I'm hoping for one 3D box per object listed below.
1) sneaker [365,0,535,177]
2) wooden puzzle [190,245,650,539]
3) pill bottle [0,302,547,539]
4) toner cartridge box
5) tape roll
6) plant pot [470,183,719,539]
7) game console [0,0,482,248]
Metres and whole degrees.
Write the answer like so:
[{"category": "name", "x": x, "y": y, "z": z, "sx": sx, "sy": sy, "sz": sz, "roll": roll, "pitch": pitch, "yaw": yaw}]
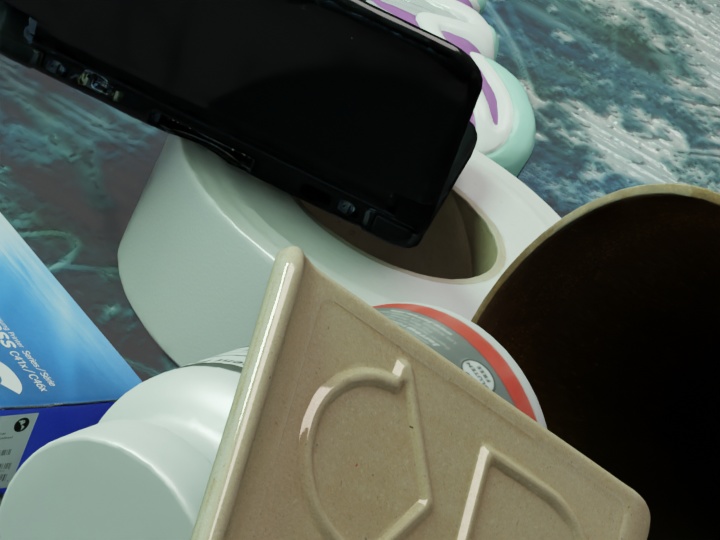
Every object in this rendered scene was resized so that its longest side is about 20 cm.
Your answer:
[{"category": "sneaker", "x": -0.004, "y": -0.118, "z": 1.480, "sx": 0.139, "sy": 0.078, "sz": 0.200, "roll": 13, "pitch": 29, "yaw": -28}, {"category": "wooden puzzle", "x": 0.007, "y": 0.118, "z": 0.958, "sx": 0.200, "sy": 0.046, "sz": 0.186, "roll": 38, "pitch": 56, "yaw": -35}, {"category": "pill bottle", "x": -0.028, "y": 0.083, "z": 1.050, "sx": 0.116, "sy": 0.116, "sz": 0.200, "roll": 38, "pitch": 29, "yaw": 22}, {"category": "toner cartridge box", "x": -0.171, "y": 0.005, "z": 1.141, "sx": 0.095, "sy": 0.043, "sz": 0.200, "roll": -1, "pitch": 37, "yaw": -45}, {"category": "tape roll", "x": 0.000, "y": 0.000, "z": 1.279, "sx": 0.202, "sy": 0.071, "sz": 0.203, "roll": 21, "pitch": 27, "yaw": -11}, {"category": "plant pot", "x": 0.162, "y": 0.086, "z": 1.178, "sx": 0.200, "sy": 0.187, "sz": 0.187, "roll": 23, "pitch": 22, "yaw": -41}, {"category": "game console", "x": -0.040, "y": -0.106, "z": 1.224, "sx": 0.199, "sy": 0.117, "sz": 0.176, "roll": 27, "pitch": 27, "yaw": 3}]
